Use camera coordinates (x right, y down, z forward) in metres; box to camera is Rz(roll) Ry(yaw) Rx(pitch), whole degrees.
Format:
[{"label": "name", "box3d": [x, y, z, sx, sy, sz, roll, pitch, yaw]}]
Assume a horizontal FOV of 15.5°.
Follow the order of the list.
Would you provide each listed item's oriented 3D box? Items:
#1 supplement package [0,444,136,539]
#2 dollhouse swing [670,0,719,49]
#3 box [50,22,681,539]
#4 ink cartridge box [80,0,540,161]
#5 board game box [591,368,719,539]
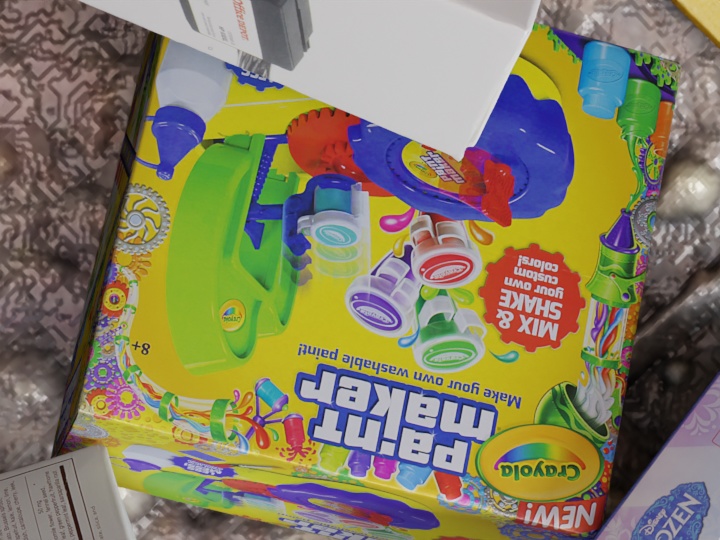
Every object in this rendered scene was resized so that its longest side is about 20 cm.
[{"label": "supplement package", "box3d": [-0.159, 0.195, 0.993, 0.199, 0.192, 0.148, -17, 59, -5]}, {"label": "dollhouse swing", "box3d": [0.254, -0.113, 1.061, 0.200, 0.182, 0.176, -47, 120, -1]}, {"label": "box", "box3d": [0.000, 0.000, 1.024, 0.198, 0.122, 0.194, 14, 73, -8]}, {"label": "ink cartridge box", "box3d": [-0.023, -0.152, 0.957, 0.199, 0.084, 0.146, 22, 56, -4]}, {"label": "board game box", "box3d": [0.133, 0.116, 1.029, 0.041, 0.200, 0.200, 34, 74, 21]}]
